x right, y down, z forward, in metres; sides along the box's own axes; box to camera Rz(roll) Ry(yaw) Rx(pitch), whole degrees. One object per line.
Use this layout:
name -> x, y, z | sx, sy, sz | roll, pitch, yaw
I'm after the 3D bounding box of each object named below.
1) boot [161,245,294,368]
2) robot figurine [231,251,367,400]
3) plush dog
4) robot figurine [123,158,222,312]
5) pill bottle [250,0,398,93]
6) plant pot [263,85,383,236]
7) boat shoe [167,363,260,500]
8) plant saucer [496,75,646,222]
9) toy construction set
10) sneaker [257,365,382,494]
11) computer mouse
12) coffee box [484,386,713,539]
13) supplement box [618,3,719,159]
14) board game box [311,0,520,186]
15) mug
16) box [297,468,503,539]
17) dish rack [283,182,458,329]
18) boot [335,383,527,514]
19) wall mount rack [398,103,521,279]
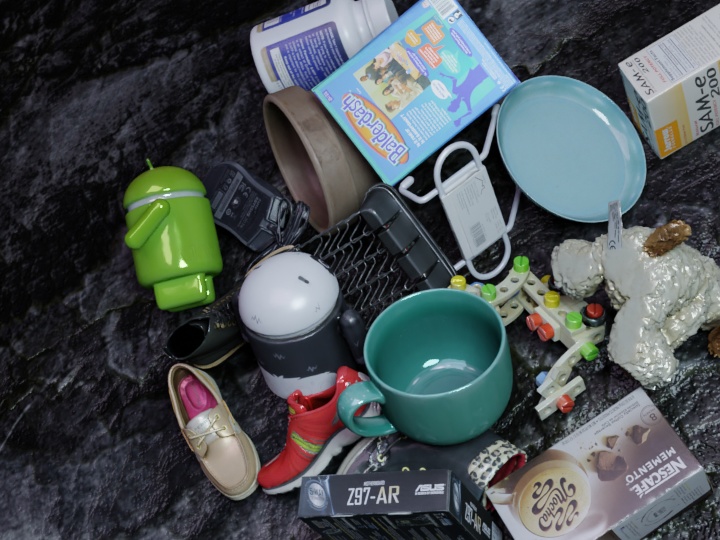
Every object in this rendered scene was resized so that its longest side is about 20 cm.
boot -> -0.151, 0.047, 1.428 | 0.077, 0.138, 0.200 | 42, 93, 11
robot figurine -> -0.069, 0.071, 1.352 | 0.149, 0.201, 0.125 | -18, 39, 0
plush dog -> 0.329, 0.013, 1.231 | 0.161, 0.171, 0.200 | -53, 51, 27
robot figurine -> -0.252, -0.049, 1.538 | 0.115, 0.175, 0.201 | -14, 83, 6
pill bottle -> -0.044, -0.323, 1.627 | 0.199, 0.120, 0.120 | -18, 56, 14
plant pot -> -0.009, -0.169, 1.493 | 0.174, 0.201, 0.201 | -26, 52, -13
boat shoe -> -0.189, 0.195, 1.417 | 0.074, 0.069, 0.200 | -38, 53, 0
plant saucer -> 0.250, -0.143, 1.384 | 0.199, 0.027, 0.201 | 8, 64, -16
toy construction set -> 0.199, 0.065, 1.303 | 0.131, 0.092, 0.200 | -22, 59, -19
sneaker -> -0.059, 0.179, 1.327 | 0.200, 0.085, 0.077 | -44, 11, 22
computer mouse -> -0.145, -0.073, 1.564 | 0.200, 0.053, 0.139 | 44, 107, 35
coffee box -> 0.247, 0.230, 1.191 | 0.199, 0.080, 0.113 | -34, 52, 3
supplement box -> 0.417, -0.237, 1.363 | 0.199, 0.126, 0.074 | -31, 55, 6
board game box -> 0.066, -0.218, 1.365 | 0.200, 0.045, 0.152 | -38, 93, 7
mug -> 0.073, 0.114, 1.246 | 0.184, 0.115, 0.153 | -6, 45, 12
box -> 0.047, 0.263, 1.188 | 0.159, 0.200, 0.044 | -7, 58, 21
dish rack -> 0.000, 0.000, 1.384 | 0.200, 0.154, 0.055 | -28, 14, 41
boot -> 0.071, 0.230, 1.270 | 0.204, 0.074, 0.154 | -46, 48, -11
wall mount rack -> 0.139, -0.095, 1.378 | 0.173, 0.201, 0.074 | -37, 39, -15
